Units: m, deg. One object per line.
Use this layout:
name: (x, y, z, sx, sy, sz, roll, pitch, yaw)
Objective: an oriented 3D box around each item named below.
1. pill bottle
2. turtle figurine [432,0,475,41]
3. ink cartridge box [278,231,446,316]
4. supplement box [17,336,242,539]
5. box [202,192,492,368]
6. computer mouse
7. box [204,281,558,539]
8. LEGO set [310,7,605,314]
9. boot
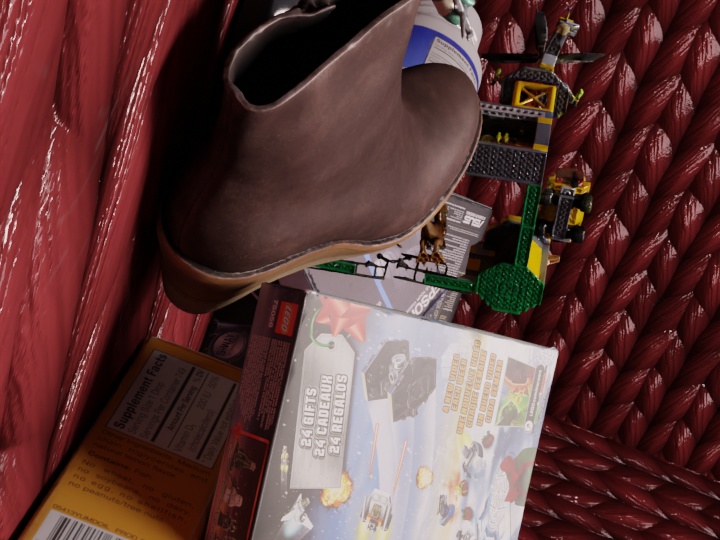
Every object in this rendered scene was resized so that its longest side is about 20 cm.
pill bottle: (0.042, -0.152, 1.278, 0.112, 0.112, 0.201, 109, 1, -53)
turtle figurine: (0.065, -0.254, 0.978, 0.150, 0.100, 0.201, -52, -156, 36)
ink cartridge box: (0.000, 0.000, 0.935, 0.100, 0.039, 0.200, -48, 139, -23)
supplement box: (-0.097, 0.108, 0.623, 0.200, 0.069, 0.067, -63, 175, -63)
box: (-0.003, 0.008, 1.001, 0.200, 0.043, 0.161, 13, 99, -52)
computer mouse: (-0.048, -0.062, 0.688, 0.200, 0.034, 0.059, 109, 1, -56)
box: (0.002, 0.116, 0.617, 0.040, 0.136, 0.201, 10, -94, 56)
LEGO set: (0.030, -0.071, 0.797, 0.116, 0.199, 0.154, -74, 164, -45)
boot: (0.004, -0.066, 0.609, 0.200, 0.072, 0.167, -36, 167, -32)
